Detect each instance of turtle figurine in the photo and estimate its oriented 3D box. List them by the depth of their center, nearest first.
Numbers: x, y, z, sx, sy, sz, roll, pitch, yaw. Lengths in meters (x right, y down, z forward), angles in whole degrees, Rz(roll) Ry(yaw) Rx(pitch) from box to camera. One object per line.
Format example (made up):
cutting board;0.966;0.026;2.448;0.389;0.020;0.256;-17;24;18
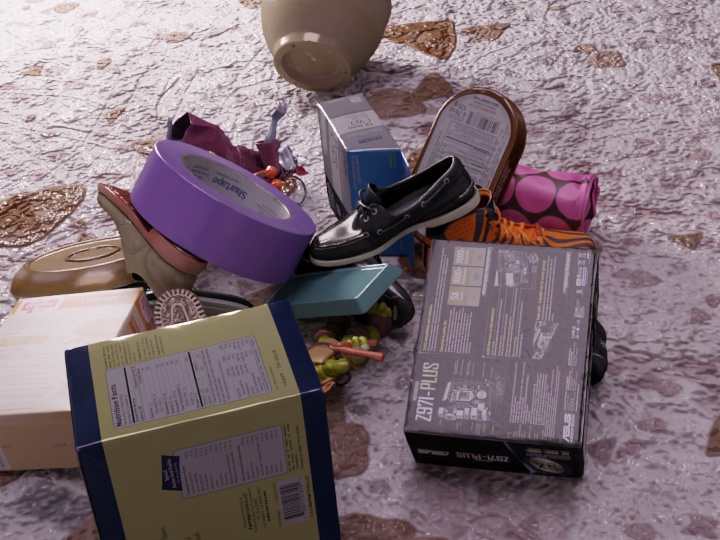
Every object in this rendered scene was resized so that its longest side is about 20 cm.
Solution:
turtle figurine;-0.027;0.087;1.261;0.199;0.065;0.161;-16;16;36

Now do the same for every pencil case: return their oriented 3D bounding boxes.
pencil case;0.191;-0.095;1.489;0.199;0.092;0.094;14;22;24

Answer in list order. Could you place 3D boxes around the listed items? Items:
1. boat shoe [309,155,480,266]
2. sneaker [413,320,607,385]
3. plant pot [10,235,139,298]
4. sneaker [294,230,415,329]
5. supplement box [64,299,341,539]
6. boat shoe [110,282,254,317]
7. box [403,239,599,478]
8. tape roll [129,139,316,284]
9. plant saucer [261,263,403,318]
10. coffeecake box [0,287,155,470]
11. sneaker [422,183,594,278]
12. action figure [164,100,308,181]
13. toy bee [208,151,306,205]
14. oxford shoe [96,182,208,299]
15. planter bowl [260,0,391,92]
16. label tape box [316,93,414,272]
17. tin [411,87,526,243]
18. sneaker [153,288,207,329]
boat shoe;0.030;-0.069;1.337;0.198;0.066;0.075;-20;33;4
sneaker;0.152;0.084;1.238;0.198;0.076;0.080;-4;36;3
plant pot;-0.308;-0.009;1.429;0.198;0.028;0.200;-9;14;2
sneaker;0.000;0.000;1.390;0.079;0.075;0.200;-21;36;-29
supplement box;-0.133;0.161;1.056;0.198;0.201;0.135;-12;34;-10
boat shoe;-0.205;0.041;1.356;0.198;0.076;0.061;1;40;9
box;0.137;0.082;1.163;0.162;0.086;0.202;3;63;13
tape roll;-0.150;-0.066;1.353;0.199;0.066;0.200;28;14;-8
plant saucer;-0.038;0.022;1.319;0.070;0.019;0.199;-47;21;-30
coffeecake box;-0.310;0.109;1.258;0.152;0.074;0.201;-6;33;16
sneaker;0.168;-0.040;1.383;0.198;0.113;0.078;-9;34;-5
action figure;-0.158;-0.133;1.580;0.198;0.134;0.150;9;64;-23
toy bee;-0.144;-0.095;1.498;0.200;0.131;0.109;-48;6;-28
oxford shoe;-0.243;-0.031;1.337;0.070;0.074;0.200;18;17;-44
planter bowl;-0.062;-0.353;1.834;0.198;0.201;0.136;4;62;14
label tape box;0.007;-0.102;1.471;0.066;0.144;0.200;-12;34;-10
tin;0.120;-0.119;1.454;0.111;0.201;0.042;23;2;29
sneaker;-0.166;0.130;1.240;0.071;0.113;0.201;-9;64;-8
